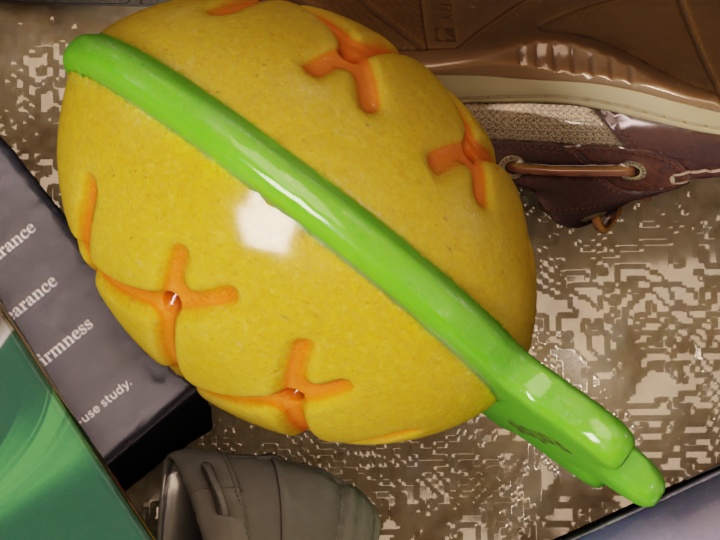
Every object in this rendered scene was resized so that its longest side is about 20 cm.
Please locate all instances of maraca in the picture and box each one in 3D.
[{"bbox_3d":[0.000,0.000,0.745,0.200,0.137,0.107,38,88,-11],"label":"maraca"}]

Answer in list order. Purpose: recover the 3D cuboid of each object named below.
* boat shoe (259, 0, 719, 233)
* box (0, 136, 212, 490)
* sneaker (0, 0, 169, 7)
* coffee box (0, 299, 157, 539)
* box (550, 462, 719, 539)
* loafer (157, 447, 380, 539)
[{"bbox_3d":[0.067,-0.051,0.824,0.199,0.072,0.072,2,48,-5],"label":"boat shoe"},{"bbox_3d":[-0.161,0.011,0.817,0.148,0.104,0.200,-38,84,-7],"label":"box"},{"bbox_3d":[-0.034,-0.139,0.861,0.199,0.075,0.107,4,74,-6],"label":"sneaker"},{"bbox_3d":[-0.104,0.095,0.691,0.123,0.044,0.200,-32,58,-7],"label":"coffee box"},{"bbox_3d":[0.173,0.135,0.802,0.199,0.123,0.199,-25,84,-5],"label":"box"},{"bbox_3d":[-0.042,0.126,0.739,0.069,0.200,0.070,21,125,-9],"label":"loafer"}]
